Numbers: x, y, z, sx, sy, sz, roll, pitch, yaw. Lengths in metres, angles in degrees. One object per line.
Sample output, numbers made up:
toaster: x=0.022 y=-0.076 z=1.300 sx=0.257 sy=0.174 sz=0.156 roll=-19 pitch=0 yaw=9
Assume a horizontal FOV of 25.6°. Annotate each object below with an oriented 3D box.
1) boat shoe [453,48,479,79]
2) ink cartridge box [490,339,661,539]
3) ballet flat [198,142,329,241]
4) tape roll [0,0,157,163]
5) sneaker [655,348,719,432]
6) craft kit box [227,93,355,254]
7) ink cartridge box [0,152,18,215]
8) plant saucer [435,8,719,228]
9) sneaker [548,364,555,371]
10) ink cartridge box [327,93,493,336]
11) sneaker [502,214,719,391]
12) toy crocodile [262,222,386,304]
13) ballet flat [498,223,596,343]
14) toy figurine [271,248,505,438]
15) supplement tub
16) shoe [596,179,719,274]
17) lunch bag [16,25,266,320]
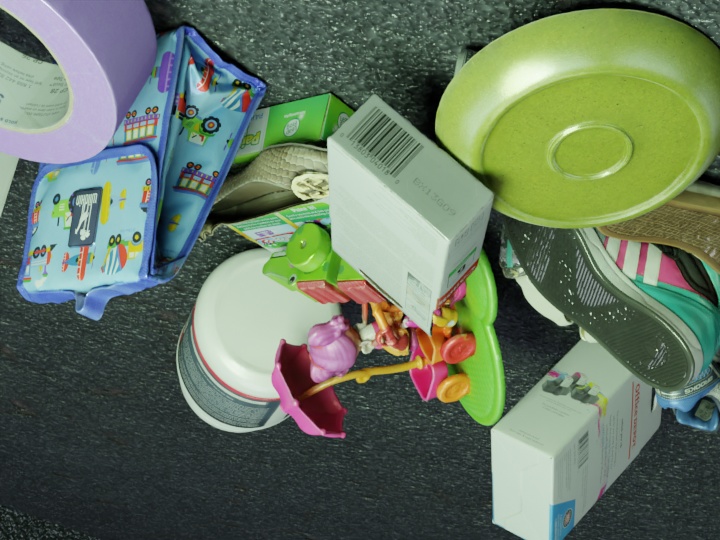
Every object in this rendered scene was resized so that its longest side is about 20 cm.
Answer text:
boat shoe: x=0.089 y=-0.081 z=1.114 sx=0.063 sy=0.071 sz=0.200 roll=12 pitch=157 yaw=4
ink cartridge box: x=0.200 y=0.144 z=1.439 sx=0.067 sy=0.200 sz=0.116 roll=23 pitch=133 yaw=32
ballet flat: x=-0.079 y=-0.056 z=1.196 sx=0.199 sy=0.047 sz=0.067 roll=-10 pitch=150 yaw=45
tape roll: x=-0.237 y=-0.162 z=1.050 sx=0.198 sy=0.066 sz=0.201 roll=19 pitch=149 yaw=12
sneaker: x=0.302 y=0.100 z=1.385 sx=0.076 sy=0.086 sz=0.199 roll=-3 pitch=169 yaw=36
craft kit box: x=-0.036 y=-0.063 z=1.276 sx=0.198 sy=0.049 sz=0.197 roll=-7 pitch=154 yaw=41
ink cartridge box: x=-0.393 y=-0.090 z=1.277 sx=0.199 sy=0.148 sz=0.146 roll=-8 pitch=151 yaw=43
plant saucer: x=0.148 y=-0.086 z=1.026 sx=0.197 sy=0.031 sz=0.201 roll=-1 pitch=143 yaw=-1
sneaker: x=0.238 y=0.144 z=1.609 sx=0.105 sy=0.076 sz=0.200 roll=3 pitch=159 yaw=-8
ink cartridge box: x=0.032 y=-0.033 z=1.116 sx=0.109 sy=0.050 sz=0.200 roll=41 pitch=165 yaw=14
sneaker: x=0.210 y=-0.007 z=1.216 sx=0.200 sy=0.120 sz=0.084 roll=47 pitch=135 yaw=17
toy crocodile: x=0.000 y=0.000 z=1.267 sx=0.198 sy=0.062 sz=0.067 roll=-5 pitch=152 yaw=40
ballet flat: x=0.186 y=0.021 z=1.314 sx=0.199 sy=0.073 sz=0.072 roll=28 pitch=154 yaw=-34
toy figurine: x=0.014 y=0.069 z=1.345 sx=0.182 sy=0.151 sz=0.201 roll=-16 pitch=142 yaw=-16
supplement tub: x=-0.101 y=0.073 z=1.514 sx=0.139 sy=0.142 sz=0.200 roll=17 pitch=158 yaw=-9
shoe: x=0.258 y=-0.039 z=1.158 sx=0.198 sy=0.054 sz=0.070 roll=17 pitch=131 yaw=-19
lunch bag: x=-0.171 y=-0.058 z=1.147 sx=0.149 sy=0.202 sz=0.094 roll=-6 pitch=152 yaw=40
